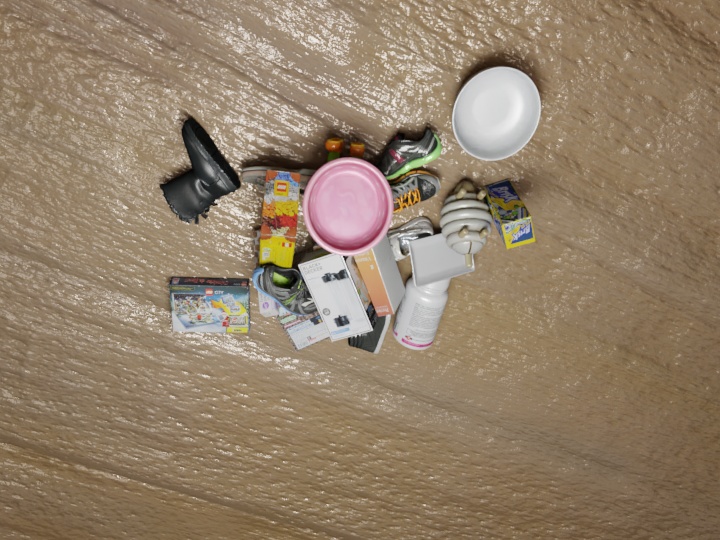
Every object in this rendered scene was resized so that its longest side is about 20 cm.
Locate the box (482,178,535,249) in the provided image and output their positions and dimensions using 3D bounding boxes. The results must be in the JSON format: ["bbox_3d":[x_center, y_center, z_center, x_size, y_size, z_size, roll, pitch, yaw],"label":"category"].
[{"bbox_3d":[0.333,-0.131,1.493,0.068,0.202,0.066,-15,121,6],"label":"box"}]

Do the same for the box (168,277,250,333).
[{"bbox_3d":[-0.375,0.088,1.657,0.193,0.038,0.140,2,119,-5],"label":"box"}]

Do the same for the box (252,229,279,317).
[{"bbox_3d":[-0.221,0.004,1.541,0.037,0.206,0.042,-12,159,9],"label":"box"}]

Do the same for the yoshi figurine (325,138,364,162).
[{"bbox_3d":[-0.047,-0.181,1.459,0.110,0.111,0.206,-7,114,-40],"label":"yoshi figurine"}]

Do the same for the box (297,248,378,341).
[{"bbox_3d":[-0.049,0.048,1.495,0.114,0.060,0.205,-14,109,22],"label":"box"}]

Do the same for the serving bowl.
[{"bbox_3d":[0.291,-0.349,1.445,0.193,0.066,0.206,-2,119,-3],"label":"serving bowl"}]

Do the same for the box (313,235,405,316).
[{"bbox_3d":[0.000,0.000,1.555,0.148,0.107,0.205,-11,112,25],"label":"box"}]

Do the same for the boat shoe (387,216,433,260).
[{"bbox_3d":[0.087,-0.059,1.591,0.197,0.070,0.071,-31,117,13],"label":"boat shoe"}]

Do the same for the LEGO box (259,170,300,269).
[{"bbox_3d":[-0.179,-0.099,1.452,0.074,0.154,0.201,5,156,-7],"label":"LEGO box"}]

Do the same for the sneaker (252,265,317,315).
[{"bbox_3d":[-0.154,0.045,1.488,0.081,0.073,0.198,-14,146,39],"label":"sneaker"}]

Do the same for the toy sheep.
[{"bbox_3d":[0.244,-0.109,1.524,0.133,0.207,0.138,3,165,1],"label":"toy sheep"}]

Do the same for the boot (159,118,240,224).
[{"bbox_3d":[-0.378,-0.214,1.471,0.159,0.074,0.200,-27,118,15],"label":"boot"}]

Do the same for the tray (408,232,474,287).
[{"bbox_3d":[0.191,-0.033,1.575,0.196,0.022,0.111,-14,98,-34],"label":"tray"}]

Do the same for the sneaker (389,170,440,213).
[{"bbox_3d":[0.091,-0.168,1.521,0.194,0.078,0.080,-14,128,5],"label":"sneaker"}]

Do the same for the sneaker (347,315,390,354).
[{"bbox_3d":[0.018,0.128,1.689,0.096,0.072,0.205,6,123,-13],"label":"sneaker"}]

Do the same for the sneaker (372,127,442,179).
[{"bbox_3d":[0.085,-0.260,1.486,0.195,0.077,0.086,-23,102,5],"label":"sneaker"}]

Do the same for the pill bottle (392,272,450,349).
[{"bbox_3d":[0.155,0.085,1.652,0.110,0.114,0.205,10,119,-10],"label":"pill bottle"}]

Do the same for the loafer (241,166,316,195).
[{"bbox_3d":[-0.172,-0.196,1.485,0.193,0.072,0.065,1,85,-8],"label":"loafer"}]

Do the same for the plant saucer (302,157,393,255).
[{"bbox_3d":[-0.028,-0.136,1.408,0.193,0.051,0.208,-1,97,-7],"label":"plant saucer"}]

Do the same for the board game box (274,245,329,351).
[{"bbox_3d":[-0.133,0.070,1.631,0.155,0.098,0.203,-22,119,8],"label":"board game box"}]
